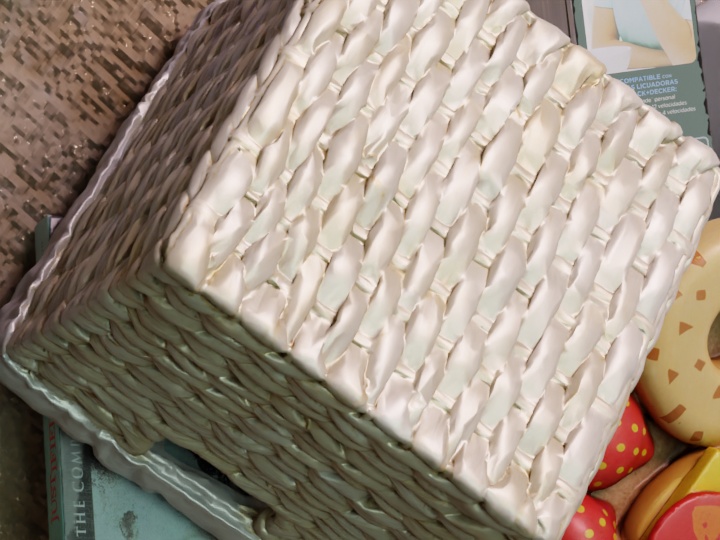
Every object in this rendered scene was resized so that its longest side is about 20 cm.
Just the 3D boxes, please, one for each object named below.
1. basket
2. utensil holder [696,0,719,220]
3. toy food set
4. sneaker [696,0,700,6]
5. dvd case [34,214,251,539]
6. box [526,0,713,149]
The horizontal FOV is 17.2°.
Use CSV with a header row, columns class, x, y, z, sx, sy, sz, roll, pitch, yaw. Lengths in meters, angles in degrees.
class,x,y,z,sx,sy,sz,roll,pitch,yaw
basket,0.000,0.000,0.918,0.198,0.161,0.200,37,61,-14
utensil holder,0.249,-0.084,1.139,0.200,0.170,0.170,-30,106,-29
toy food set,0.164,0.092,1.050,0.198,0.049,0.200,41,79,-24
sneaker,0.174,-0.206,1.156,0.200,0.070,0.080,-54,154,-37
dvd case,-0.036,0.054,0.985,0.199,0.022,0.147,4,71,-27
box,0.098,-0.137,1.059,0.060,0.117,0.201,-8,95,-14
